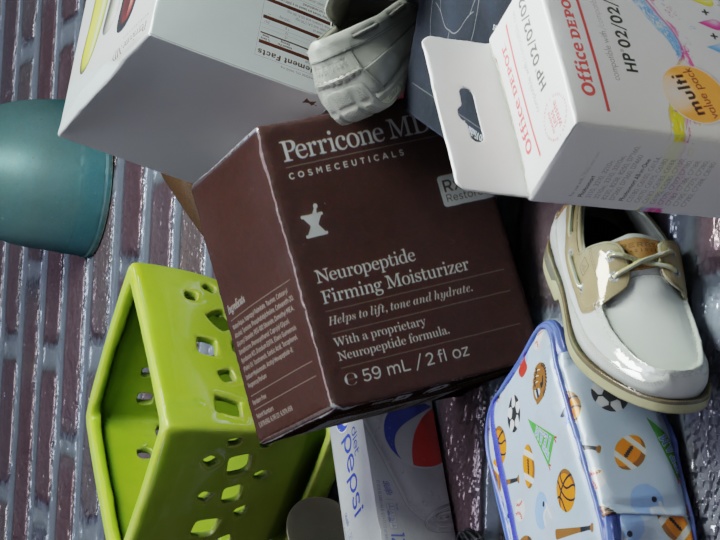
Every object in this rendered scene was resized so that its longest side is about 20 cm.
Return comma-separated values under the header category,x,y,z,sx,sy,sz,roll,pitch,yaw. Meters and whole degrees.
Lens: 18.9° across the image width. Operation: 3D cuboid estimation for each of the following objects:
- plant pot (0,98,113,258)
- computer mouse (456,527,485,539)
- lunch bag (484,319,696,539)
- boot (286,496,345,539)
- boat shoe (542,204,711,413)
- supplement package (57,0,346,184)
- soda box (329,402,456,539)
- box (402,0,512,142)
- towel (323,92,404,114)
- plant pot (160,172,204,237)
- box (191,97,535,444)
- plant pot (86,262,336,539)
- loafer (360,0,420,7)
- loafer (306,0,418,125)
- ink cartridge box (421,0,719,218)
category,x,y,z,sx,sy,sz,roll,pitch,yaw
plant pot,-0.420,-0.122,2.669,0.200,0.187,0.201,-176,90,-69
computer mouse,0.105,0.220,1.473,0.200,0.034,0.059,-131,30,-68
lunch bag,0.135,0.144,1.343,0.160,0.075,0.201,119,149,-51
boot,-0.025,0.290,1.760,0.076,0.073,0.201,92,174,-56
boat shoe,0.158,0.010,1.303,0.200,0.074,0.069,-118,32,-56
supplement package,-0.109,-0.196,1.589,0.191,0.146,0.201,-36,41,56
soda box,0.020,0.141,1.651,0.068,0.063,0.201,123,145,-51
box,0.126,-0.166,1.351,0.200,0.123,0.198,-135,54,-64
towel,0.017,-0.209,1.627,0.146,0.030,0.201,5,91,45
plant pot,-0.043,-0.047,1.724,0.200,0.186,0.187,63,144,36
box,0.000,0.000,1.529,0.164,0.165,0.201,-32,73,66
plant pot,-0.119,0.132,1.852,0.200,0.181,0.201,-108,31,-43
loafer,0.038,-0.219,1.448,0.073,0.200,0.072,45,115,20
loafer,0.012,-0.173,1.488,0.070,0.070,0.200,-21,22,25
ink cartridge box,0.144,-0.097,1.186,0.068,0.199,0.116,119,147,-47
